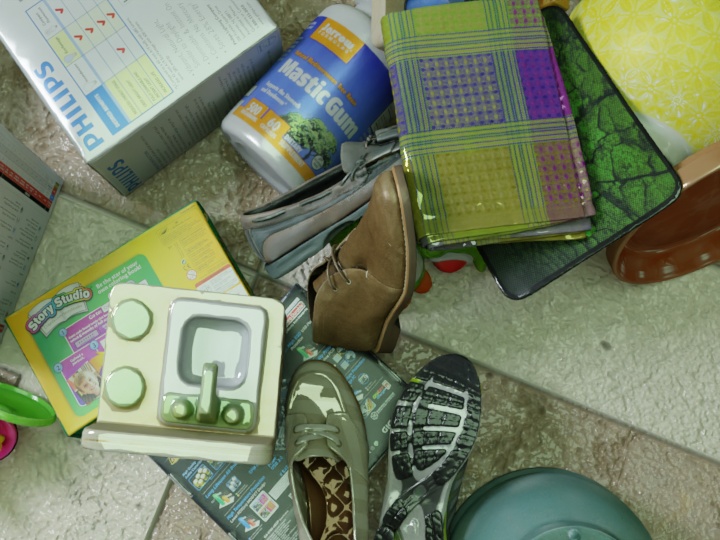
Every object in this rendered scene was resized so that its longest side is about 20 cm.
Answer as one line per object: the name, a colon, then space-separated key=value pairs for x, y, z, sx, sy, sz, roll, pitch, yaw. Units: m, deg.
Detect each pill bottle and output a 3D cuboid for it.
pill bottle: x=-0.021 y=-0.164 z=0.885 sx=0.112 sy=0.112 sz=0.200 roll=40 pitch=83 yaw=7

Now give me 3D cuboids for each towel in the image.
towel: x=0.095 y=-0.114 z=0.763 sx=0.141 sy=0.023 sz=0.203 roll=-8 pitch=75 yaw=-9

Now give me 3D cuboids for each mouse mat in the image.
mouse mat: x=0.139 y=-0.097 z=0.789 sx=0.160 sy=0.008 sz=0.202 roll=-34 pitch=66 yaw=14

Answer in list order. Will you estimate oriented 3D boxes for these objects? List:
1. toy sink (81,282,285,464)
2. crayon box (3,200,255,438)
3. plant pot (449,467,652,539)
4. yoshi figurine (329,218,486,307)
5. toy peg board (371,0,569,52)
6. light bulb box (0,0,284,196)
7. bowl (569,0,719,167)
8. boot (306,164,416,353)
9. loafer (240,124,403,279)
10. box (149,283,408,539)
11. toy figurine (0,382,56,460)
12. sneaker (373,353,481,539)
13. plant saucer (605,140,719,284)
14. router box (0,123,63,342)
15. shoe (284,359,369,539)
toy sink: x=-0.122 y=0.073 z=0.742 sx=0.128 sy=0.200 sz=0.114 roll=5 pitch=86 yaw=-2
crayon box: x=-0.196 y=0.044 z=0.875 sx=0.198 sy=0.058 sz=0.120 roll=-32 pitch=81 yaw=-5
plant pot: x=0.160 y=0.263 z=0.795 sx=0.197 sy=0.134 sz=0.204 roll=0 pitch=80 yaw=1
yoshi figurine: x=0.052 y=-0.049 z=0.873 sx=0.198 sy=0.113 sz=0.113 roll=-30 pitch=65 yaw=-3
toy peg board: x=0.115 y=-0.272 z=0.855 sx=0.198 sy=0.097 sz=0.203 roll=12 pitch=74 yaw=-40
light bulb box: x=-0.202 y=-0.212 z=0.888 sx=0.199 sy=0.125 sz=0.199 roll=-36 pitch=82 yaw=-5
bowl: x=0.246 y=-0.132 z=0.827 sx=0.198 sy=0.200 sz=0.109 roll=27 pitch=72 yaw=5
boot: x=0.000 y=0.000 z=0.773 sx=0.074 sy=0.201 sz=0.074 roll=0 pitch=50 yaw=-9
loafer: x=-0.013 y=-0.071 z=0.803 sx=0.199 sy=0.072 sz=0.063 roll=-36 pitch=100 yaw=14
box: x=-0.063 y=0.139 z=0.863 sx=0.159 sy=0.046 sz=0.200 roll=41 pitch=82 yaw=7
toy figurine: x=-0.383 y=0.171 z=0.832 sx=0.198 sy=0.150 sz=0.186 roll=22 pitch=93 yaw=-10
sneaker: x=0.055 y=0.168 z=0.831 sx=0.073 sy=0.081 sz=0.203 roll=16 pitch=91 yaw=10
plant saucer: x=0.295 y=-0.056 z=0.823 sx=0.198 sy=0.201 sz=0.033 roll=-21 pitch=64 yaw=-4
router box: x=-0.327 y=-0.025 z=0.816 sx=0.048 sy=0.200 sz=0.182 roll=18 pitch=80 yaw=3
shoe: x=-0.024 y=0.172 z=0.806 sx=0.069 sy=0.053 sz=0.203 roll=-8 pitch=81 yaw=-2
